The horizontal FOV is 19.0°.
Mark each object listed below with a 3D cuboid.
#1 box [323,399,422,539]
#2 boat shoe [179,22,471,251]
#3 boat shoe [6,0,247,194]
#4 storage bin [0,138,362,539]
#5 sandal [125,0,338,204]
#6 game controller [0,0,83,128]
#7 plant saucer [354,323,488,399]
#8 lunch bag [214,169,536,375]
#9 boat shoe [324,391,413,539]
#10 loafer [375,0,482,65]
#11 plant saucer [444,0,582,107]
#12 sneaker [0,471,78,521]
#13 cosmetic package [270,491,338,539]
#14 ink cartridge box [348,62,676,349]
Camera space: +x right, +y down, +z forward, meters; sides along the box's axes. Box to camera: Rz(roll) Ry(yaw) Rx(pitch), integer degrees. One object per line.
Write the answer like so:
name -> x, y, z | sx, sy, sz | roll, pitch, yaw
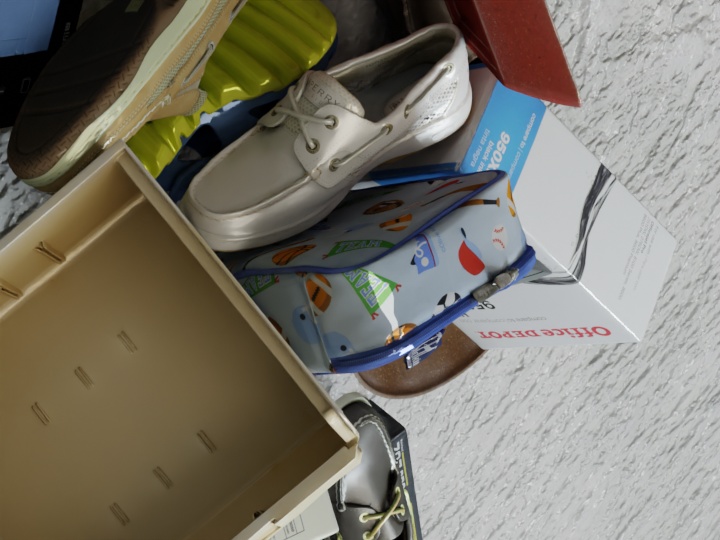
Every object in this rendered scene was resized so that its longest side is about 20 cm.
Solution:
box -> -0.027, 0.214, 1.593 | 0.161, 0.049, 0.201 | -34, 140, -22
boat shoe -> -0.021, -0.083, 1.210 | 0.200, 0.071, 0.070 | -34, 148, -25
boat shoe -> -0.111, -0.109, 1.160 | 0.200, 0.071, 0.076 | -56, 133, -24
storage bin -> -0.133, 0.078, 1.118 | 0.200, 0.199, 0.094 | -40, 171, -2
sandal -> -0.096, -0.093, 1.243 | 0.200, 0.080, 0.087 | -36, 158, -19
game controller -> -0.177, -0.164, 1.110 | 0.104, 0.042, 0.201 | -9, 126, -45
plant saucer -> 0.055, -0.003, 1.514 | 0.200, 0.037, 0.201 | -29, 137, -30
lunch bag -> 0.000, 0.000, 1.225 | 0.160, 0.199, 0.076 | -31, 108, -37
boat shoe -> 0.007, 0.173, 1.508 | 0.072, 0.060, 0.202 | -31, 137, -28
loafer -> 0.058, -0.162, 1.352 | 0.073, 0.071, 0.200 | -39, 142, -20
plant saucer -> 0.054, -0.194, 1.183 | 0.037, 0.200, 0.201 | -22, 108, 0
sneaker -> -0.136, 0.130, 1.256 | 0.201, 0.067, 0.108 | -21, 144, -39
cosmetic package -> -0.120, 0.156, 1.384 | 0.199, 0.071, 0.106 | -18, 96, -38
ink cartridge box -> 0.083, -0.036, 1.361 | 0.200, 0.144, 0.085 | 40, 61, -34
